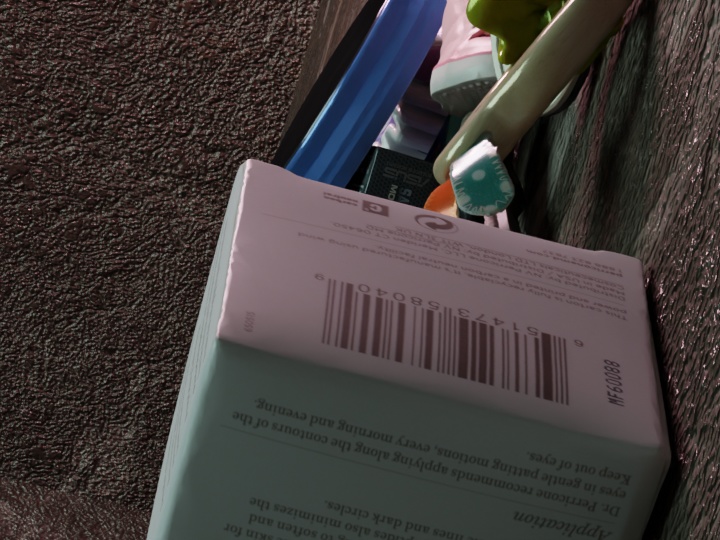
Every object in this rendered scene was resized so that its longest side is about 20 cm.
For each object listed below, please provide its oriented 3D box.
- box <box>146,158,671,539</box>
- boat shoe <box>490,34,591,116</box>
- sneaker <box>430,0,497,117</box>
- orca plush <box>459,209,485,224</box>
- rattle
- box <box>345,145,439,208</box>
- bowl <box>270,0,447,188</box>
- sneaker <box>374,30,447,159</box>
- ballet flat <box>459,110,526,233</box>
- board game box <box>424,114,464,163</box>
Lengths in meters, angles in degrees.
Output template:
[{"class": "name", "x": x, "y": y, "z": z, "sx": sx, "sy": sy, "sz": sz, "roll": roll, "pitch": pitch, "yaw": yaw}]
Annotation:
[{"class": "box", "x": 0.016, "y": 0.083, "z": 1.324, "sx": 0.200, "sy": 0.198, "sz": 0.172, "roll": -86, "pitch": 10, "yaw": -65}, {"class": "boat shoe", "x": 0.123, "y": -0.178, "z": 1.692, "sx": 0.063, "sy": 0.072, "sz": 0.201, "roll": 23, "pitch": -111, "yaw": -52}, {"class": "sneaker", "x": 0.083, "y": -0.147, "z": 1.794, "sx": 0.200, "sy": 0.075, "sz": 0.105, "roll": 159, "pitch": 119, "yaw": -88}, {"class": "orca plush", "x": 0.051, "y": -0.002, "z": 1.572, "sx": 0.200, "sy": 0.105, "sz": 0.071, "roll": -171, "pitch": 73, "yaw": -83}, {"class": "rattle", "x": 0.049, "y": -0.111, "z": 1.538, "sx": 0.200, "sy": 0.143, "sz": 0.130, "roll": -48, "pitch": 17, "yaw": -26}, {"class": "box", "x": 0.000, "y": 0.000, "z": 1.927, "sx": 0.200, "sy": 0.051, "sz": 0.158, "roll": -160, "pitch": 86, "yaw": -84}, {"class": "bowl", "x": -0.005, "y": -0.114, "z": 1.926, "sx": 0.201, "sy": 0.039, "sz": 0.201, "roll": -58, "pitch": 6, "yaw": 10}, {"class": "sneaker", "x": 0.049, "y": -0.106, "z": 2.070, "sx": 0.200, "sy": 0.080, "sz": 0.089, "roll": 115, "pitch": 176, "yaw": -45}, {"class": "ballet flat", "x": 0.069, "y": -0.036, "z": 1.732, "sx": 0.067, "sy": 0.046, "sz": 0.200, "roll": 60, "pitch": -168, "yaw": -25}, {"class": "board game box", "x": 0.046, "y": 0.002, "z": 1.961, "sx": 0.200, "sy": 0.045, "sz": 0.153, "roll": 118, "pitch": 165, "yaw": -68}]
